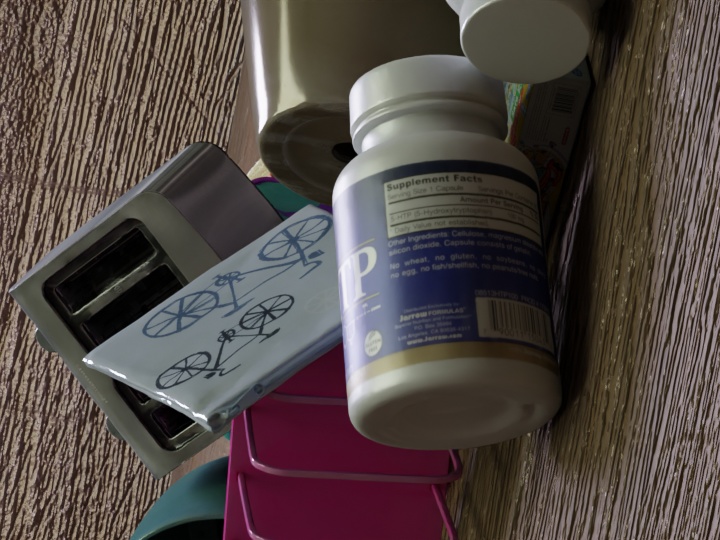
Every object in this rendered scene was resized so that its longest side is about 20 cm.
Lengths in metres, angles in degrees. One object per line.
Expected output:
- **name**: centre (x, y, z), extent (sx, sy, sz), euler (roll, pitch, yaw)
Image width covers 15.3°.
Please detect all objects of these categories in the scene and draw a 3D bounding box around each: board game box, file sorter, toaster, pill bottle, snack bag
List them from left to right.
- **toaster**: centre (-0.122, 0.026, 1.897), extent (0.200, 0.181, 0.119), euler (-34, 7, 27)
- **snack bag**: centre (-0.054, 0.026, 1.620), extent (0.200, 0.188, 0.021), euler (19, 139, 60)
- **file sorter**: centre (-0.010, 0.147, 1.640), extent (0.125, 0.138, 0.201), euler (-104, 18, -72)
- **pill bottle**: centre (0.045, -0.011, 1.497), extent (0.120, 0.119, 0.201), euler (117, 151, -64)
- **board game box**: centre (0.092, -0.058, 1.624), extent (0.135, 0.034, 0.201), euler (-95, 16, -60)
- **pill bottle**: centre (0.095, -0.205, 1.531), extent (0.104, 0.104, 0.201), euler (110, 166, -51)

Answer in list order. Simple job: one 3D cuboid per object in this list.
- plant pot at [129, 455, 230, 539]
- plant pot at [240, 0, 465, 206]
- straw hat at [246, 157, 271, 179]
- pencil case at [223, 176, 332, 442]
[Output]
- **plant pot**: centre (-0.080, 0.225, 1.954), extent (0.161, 0.200, 0.201), euler (-74, -2, -64)
- **plant pot**: centre (0.005, -0.141, 1.688), extent (0.200, 0.199, 0.174), euler (112, 170, -57)
- **straw hat**: centre (-0.021, -0.012, 2.116), extent (0.201, 0.085, 0.202), euler (-21, 62, 46)
- **pencil case**: centre (-0.064, 0.032, 1.997), extent (0.092, 0.085, 0.201), euler (-48, -27, -61)
